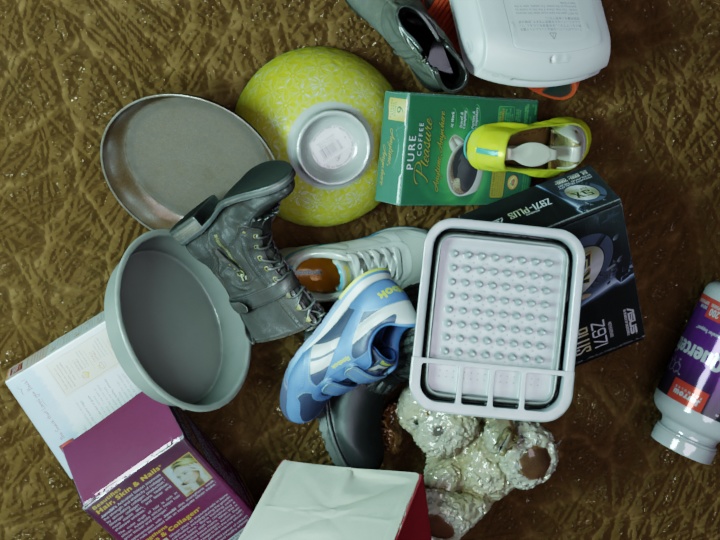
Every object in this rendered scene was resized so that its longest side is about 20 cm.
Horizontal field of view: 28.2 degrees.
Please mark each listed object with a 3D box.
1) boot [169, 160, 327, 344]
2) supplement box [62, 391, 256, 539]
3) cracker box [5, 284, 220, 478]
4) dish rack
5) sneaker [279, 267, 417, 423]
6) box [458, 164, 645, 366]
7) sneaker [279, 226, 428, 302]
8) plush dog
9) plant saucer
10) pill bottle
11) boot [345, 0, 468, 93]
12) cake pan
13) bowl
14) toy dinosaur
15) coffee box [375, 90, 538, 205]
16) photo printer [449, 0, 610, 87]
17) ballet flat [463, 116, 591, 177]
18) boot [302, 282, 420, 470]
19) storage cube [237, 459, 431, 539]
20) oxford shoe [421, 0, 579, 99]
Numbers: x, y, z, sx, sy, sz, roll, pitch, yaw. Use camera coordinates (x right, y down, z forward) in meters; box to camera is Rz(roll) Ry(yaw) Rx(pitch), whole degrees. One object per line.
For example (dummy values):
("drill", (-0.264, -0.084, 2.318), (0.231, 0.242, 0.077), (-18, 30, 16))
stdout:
("boot", (-0.092, -0.013, 1.500), (0.174, 0.200, 0.069), (52, 46, -13))
("supplement box", (-0.210, 0.241, 1.560), (0.131, 0.103, 0.200), (-34, 131, -2))
("cracker box", (-0.270, 0.118, 1.583), (0.200, 0.058, 0.134), (-31, 105, -4))
("dish rack", (0.140, 0.051, 1.488), (0.171, 0.044, 0.200), (6, 91, -5))
("sneaker", (-0.013, 0.094, 1.517), (0.082, 0.074, 0.200), (44, 112, 23))
("box", (0.215, 0.010, 1.603), (0.164, 0.086, 0.200), (-21, 125, -6))
("sneaker", (0.000, 0.000, 1.596), (0.200, 0.081, 0.077), (-11, 101, -9))
("plush dog", (0.118, 0.183, 1.634), (0.200, 0.160, 0.172), (-39, 92, 24))
("plant saucer", (-0.176, -0.110, 1.523), (0.200, 0.032, 0.200), (8, 130, 10))
("pill bottle", (0.418, 0.121, 1.680), (0.112, 0.112, 0.200), (23, 96, -14))
("boot", (0.046, -0.271, 1.513), (0.068, 0.131, 0.200), (-41, 93, 2))
("cake pan", (-0.195, 0.056, 1.518), (0.037, 0.200, 0.200), (-21, 108, 33))
("bowl", (-0.038, -0.138, 1.547), (0.200, 0.108, 0.201), (-2, 102, -9))
("toy dinosaur", (0.166, 0.099, 1.548), (0.101, 0.058, 0.200), (27, 79, -3))
("coffee box", (0.107, -0.132, 1.563), (0.200, 0.044, 0.123), (-4, 104, -39))
("photo printer", (0.174, -0.289, 1.522), (0.166, 0.069, 0.200), (-5, 73, -23))
("ballet flat", (0.201, -0.132, 1.569), (0.200, 0.067, 0.067), (-6, 104, -40))
("boot", (0.030, 0.127, 1.583), (0.158, 0.079, 0.211), (-11, 96, 25))
("storage cube", (-0.025, 0.331, 1.552), (0.171, 0.200, 0.180), (4, 122, 18))
("oxford shoe", (0.160, -0.267, 1.590), (0.200, 0.071, 0.073), (32, 61, -8))
